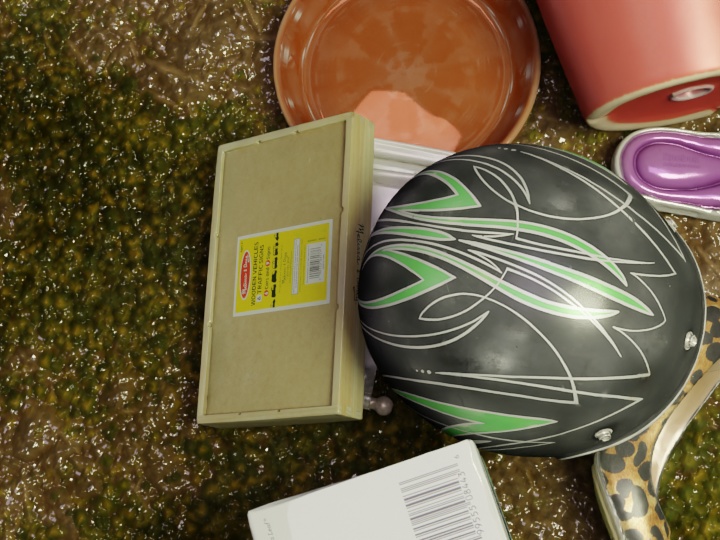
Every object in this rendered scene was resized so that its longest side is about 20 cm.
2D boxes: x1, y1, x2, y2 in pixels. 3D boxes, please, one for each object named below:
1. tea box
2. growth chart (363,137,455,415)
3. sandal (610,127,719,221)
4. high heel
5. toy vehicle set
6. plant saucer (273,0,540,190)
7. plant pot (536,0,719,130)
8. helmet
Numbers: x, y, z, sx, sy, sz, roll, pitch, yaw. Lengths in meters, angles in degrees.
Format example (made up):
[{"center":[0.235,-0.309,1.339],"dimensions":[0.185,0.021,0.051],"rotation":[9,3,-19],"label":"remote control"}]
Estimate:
[{"center":[0.040,0.219,0.651],"dimensions":[0.132,0.197,0.202],"rotation":[-18,76,3],"label":"tea box"},{"center":[0.000,0.000,0.788],"dimensions":[0.143,0.018,0.202],"rotation":[19,89,7],"label":"growth chart"},{"center":[0.280,-0.071,0.789],"dimensions":[0.200,0.050,0.084],"rotation":[-4,75,3],"label":"sandal"},{"center":[0.218,0.115,0.731],"dimensions":[0.141,0.072,0.202],"rotation":[-16,66,6],"label":"high heel"},{"center":[-0.051,0.002,0.758],"dimensions":[0.123,0.026,0.203],"rotation":[-8,72,36],"label":"toy vehicle set"},{"center":[0.034,-0.151,0.836],"dimensions":[0.197,0.032,0.203],"rotation":[-1,76,4],"label":"plant saucer"},{"center":[0.208,-0.201,0.766],"dimensions":[0.198,0.200,0.180],"rotation":[-10,83,1],"label":"plant pot"},{"center":[0.097,0.018,0.670],"dimensions":[0.197,0.191,0.203],"rotation":[0,80,-1],"label":"helmet"}]
